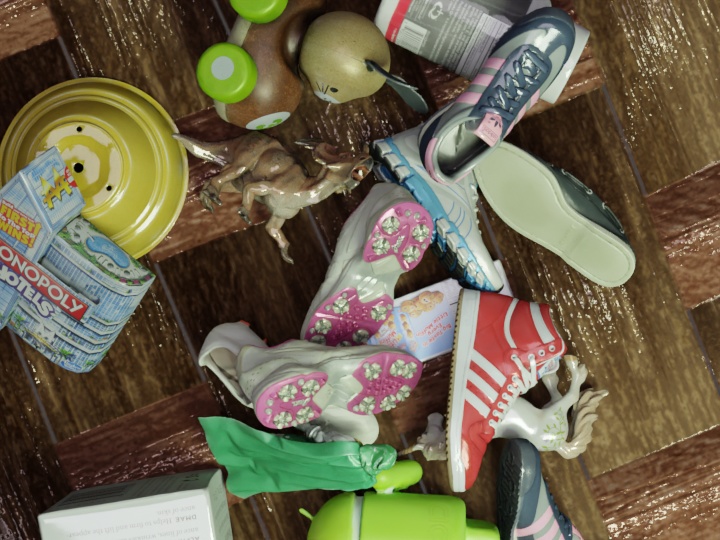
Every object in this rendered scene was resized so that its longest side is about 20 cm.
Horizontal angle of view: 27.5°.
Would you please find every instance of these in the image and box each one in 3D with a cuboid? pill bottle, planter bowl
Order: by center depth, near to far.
[{"bbox_3d":[0.122,-0.246,1.475,0.200,0.111,0.111,26,89,0],"label":"pill bottle"},{"bbox_3d":[-0.278,-0.101,1.489,0.200,0.083,0.201,0,90,0],"label":"planter bowl"}]

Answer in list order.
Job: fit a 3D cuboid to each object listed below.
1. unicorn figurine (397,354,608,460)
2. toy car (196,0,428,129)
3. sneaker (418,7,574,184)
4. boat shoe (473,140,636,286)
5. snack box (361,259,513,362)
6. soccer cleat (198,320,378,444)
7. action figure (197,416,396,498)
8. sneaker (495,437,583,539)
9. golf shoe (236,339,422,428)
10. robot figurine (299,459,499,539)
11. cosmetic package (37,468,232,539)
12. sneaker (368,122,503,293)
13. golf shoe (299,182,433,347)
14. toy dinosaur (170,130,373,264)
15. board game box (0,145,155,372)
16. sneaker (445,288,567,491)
[{"bbox_3d":[0.142,0.139,1.486,0.200,0.074,0.138,13,75,13],"label":"unicorn figurine"},{"bbox_3d":[-0.032,-0.192,1.432,0.200,0.164,0.158,21,90,11],"label":"toy car"},{"bbox_3d":[0.134,-0.158,1.399,0.070,0.082,0.200,32,115,-19],"label":"sneaker"},{"bbox_3d":[0.201,-0.068,1.497,0.199,0.066,0.075,36,121,0],"label":"boat shoe"},{"bbox_3d":[0.062,0.057,1.515,0.200,0.024,0.072,-21,89,0],"label":"snack box"},{"bbox_3d":[-0.075,0.126,1.482,0.200,0.078,0.069,33,122,4],"label":"soccer cleat"},{"bbox_3d":[-0.052,0.183,1.448,0.200,0.118,0.055,0,44,32],"label":"action figure"},{"bbox_3d":[0.181,0.249,1.471,0.082,0.070,0.200,-8,119,-9],"label":"sneaker"},{"bbox_3d":[-0.030,0.095,1.430,0.200,0.092,0.075,-3,123,-39],"label":"golf shoe"},{"bbox_3d":[0.037,0.279,1.465,0.200,0.116,0.176,2,91,3],"label":"robot figurine"},{"bbox_3d":[-0.207,0.312,1.443,0.165,0.165,0.200,-9,90,0],"label":"cosmetic package"},{"bbox_3d":[0.096,-0.068,1.488,0.087,0.075,0.200,-31,80,-16],"label":"sneaker"},{"bbox_3d":[0.000,0.000,1.474,0.075,0.092,0.200,23,113,-29],"label":"golf shoe"},{"bbox_3d":[-0.087,-0.103,1.494,0.200,0.086,0.136,32,79,17],"label":"toy dinosaur"},{"bbox_3d":[-0.311,-0.014,1.444,0.200,0.062,0.200,38,130,1],"label":"board game box"},{"bbox_3d":[0.141,0.118,1.423,0.112,0.071,0.200,6,74,4],"label":"sneaker"}]
